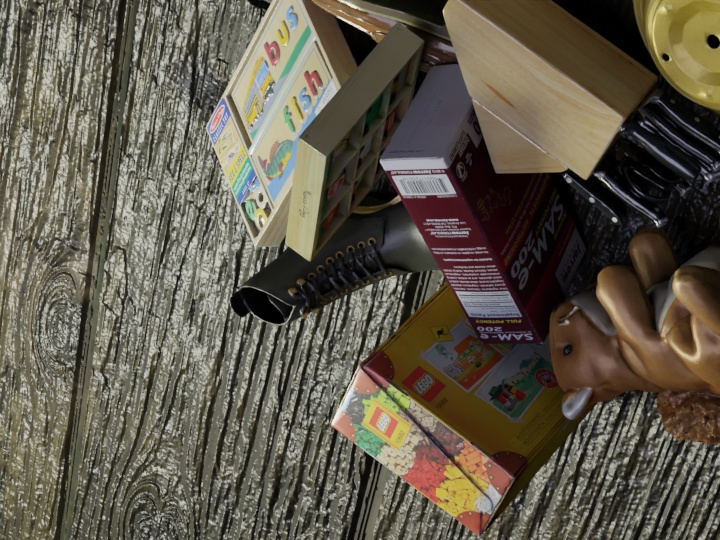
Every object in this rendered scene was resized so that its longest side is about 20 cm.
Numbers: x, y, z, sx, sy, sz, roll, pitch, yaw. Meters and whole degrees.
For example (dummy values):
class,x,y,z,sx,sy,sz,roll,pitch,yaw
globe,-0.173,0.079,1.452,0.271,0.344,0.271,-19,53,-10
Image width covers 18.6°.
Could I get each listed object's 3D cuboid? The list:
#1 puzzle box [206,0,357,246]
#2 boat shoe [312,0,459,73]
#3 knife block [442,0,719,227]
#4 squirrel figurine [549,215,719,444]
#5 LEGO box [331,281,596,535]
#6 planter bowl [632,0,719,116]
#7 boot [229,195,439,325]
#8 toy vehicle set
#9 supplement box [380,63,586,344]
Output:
class,x,y,z,sx,sy,sz,roll,pitch,yaw
puzzle box,-0.063,-0.131,1.801,0.200,0.025,0.133,-58,46,44
boat shoe,0.041,-0.183,1.699,0.200,0.072,0.068,24,129,23
knife block,0.169,-0.128,1.581,0.175,0.064,0.200,-1,121,35
squirrel figurine,0.240,0.069,1.661,0.186,0.142,0.200,-28,108,35
LEGO box,0.097,0.092,1.750,0.149,0.200,0.077,36,134,13
planter bowl,0.260,-0.173,1.531,0.200,0.083,0.201,20,129,26
boot,0.000,0.000,1.784,0.200,0.138,0.078,-6,119,52
toy vehicle set,-0.007,-0.096,1.704,0.026,0.124,0.200,36,160,10
supplement box,0.097,-0.049,1.682,0.061,0.109,0.200,0,136,34
